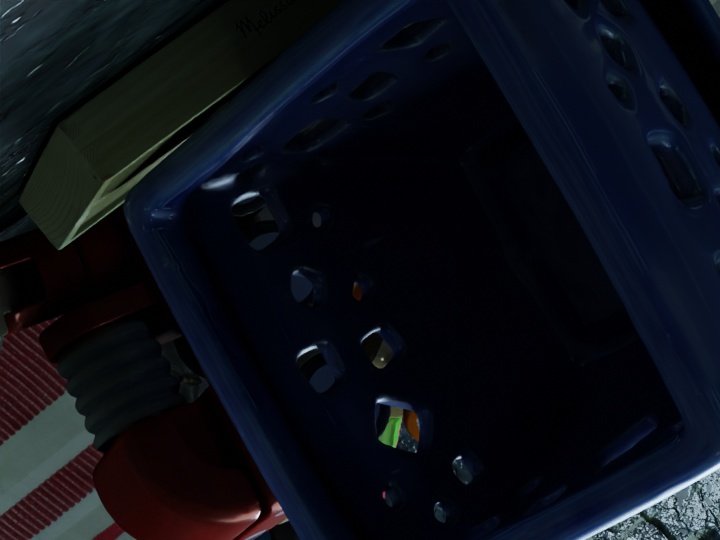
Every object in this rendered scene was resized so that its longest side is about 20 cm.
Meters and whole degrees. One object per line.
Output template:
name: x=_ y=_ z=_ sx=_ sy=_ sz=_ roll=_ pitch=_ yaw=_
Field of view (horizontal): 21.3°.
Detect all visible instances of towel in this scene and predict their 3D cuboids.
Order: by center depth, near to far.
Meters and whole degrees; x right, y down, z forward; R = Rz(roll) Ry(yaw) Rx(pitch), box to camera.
towel: x=-0.156 y=0.098 z=0.992 sx=0.144 sy=0.200 sz=0.023 roll=-38 pitch=-161 yaw=25

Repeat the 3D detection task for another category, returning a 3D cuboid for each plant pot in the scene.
plant pot: x=0.062 y=-0.010 z=0.732 sx=0.200 sy=0.201 sz=0.180 roll=-34 pitch=176 yaw=40

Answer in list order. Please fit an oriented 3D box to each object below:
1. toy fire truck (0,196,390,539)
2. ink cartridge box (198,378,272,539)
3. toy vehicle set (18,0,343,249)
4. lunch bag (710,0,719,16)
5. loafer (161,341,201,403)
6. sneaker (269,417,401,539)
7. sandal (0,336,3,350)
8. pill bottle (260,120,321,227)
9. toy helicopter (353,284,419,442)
toy fire truck: x=-0.106 y=0.041 z=0.820 sx=0.199 sy=0.177 sz=0.129 roll=-21 pitch=169 yaw=-27
ink cartridge box: x=-0.122 y=0.082 z=1.100 sx=0.068 sy=0.199 sz=0.117 roll=98 pitch=8 yaw=-85
toy vehicle set: x=-0.040 y=-0.087 z=0.744 sx=0.200 sy=0.027 sz=0.124 roll=-39 pitch=-178 yaw=-20
lunch bag: x=0.127 y=-0.174 z=1.121 sx=0.164 sy=0.118 sz=0.200 roll=-38 pitch=-155 yaw=7
loafer: x=-0.182 y=0.069 z=1.021 sx=0.199 sy=0.073 sz=0.073 roll=-18 pitch=171 yaw=4
sneaker: x=-0.025 y=0.101 z=1.030 sx=0.077 sy=0.083 sz=0.201 roll=103 pitch=0 yaw=-83
sandal: x=-0.231 y=0.088 z=0.884 sx=0.202 sy=0.057 sz=0.080 roll=-60 pitch=165 yaw=10
pill bottle: x=-0.062 y=-0.026 z=1.096 sx=0.120 sy=0.120 sz=0.200 roll=-38 pitch=-178 yaw=-10
toy helicopter: x=0.000 y=0.000 z=0.920 sx=0.201 sy=0.132 sz=0.079 roll=84 pitch=11 yaw=-46
